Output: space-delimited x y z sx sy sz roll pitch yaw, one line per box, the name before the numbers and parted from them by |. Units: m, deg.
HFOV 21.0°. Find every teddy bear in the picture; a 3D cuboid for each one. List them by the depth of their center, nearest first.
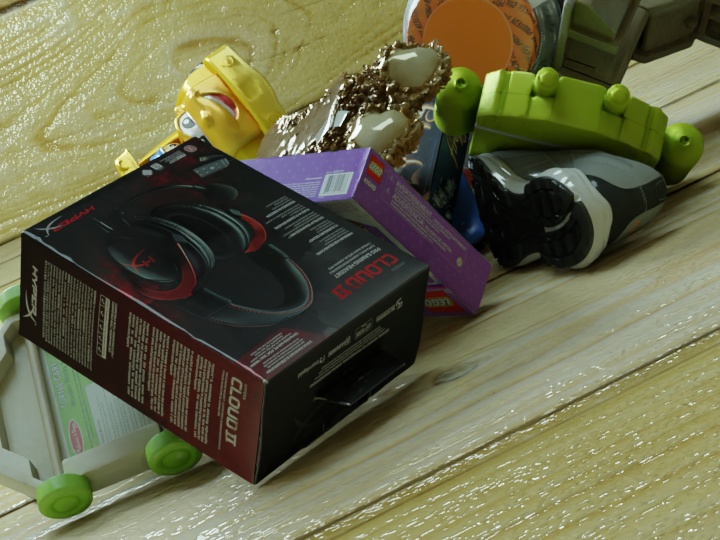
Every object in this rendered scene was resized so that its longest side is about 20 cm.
teddy bear | -0.002 -0.084 1.296 0.200 0.066 0.146 -39 30 45

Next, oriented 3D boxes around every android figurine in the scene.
android figurine | 0.136 -0.093 1.292 0.180 0.041 0.200 14 -11 4

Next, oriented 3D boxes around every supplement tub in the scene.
supplement tub | 0.102 -0.188 1.492 0.122 0.124 0.200 -20 7 17

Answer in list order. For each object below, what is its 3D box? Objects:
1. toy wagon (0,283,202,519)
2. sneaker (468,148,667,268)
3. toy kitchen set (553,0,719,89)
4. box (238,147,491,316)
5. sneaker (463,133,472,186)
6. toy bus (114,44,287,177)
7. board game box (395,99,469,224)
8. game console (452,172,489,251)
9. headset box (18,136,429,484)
toy wagon | -0.177 0.073 1.153 0.198 0.040 0.156 -23 53 3
sneaker | 0.129 -0.044 1.258 0.079 0.075 0.200 -20 14 -18
toy kitchen set | 0.238 -0.157 1.410 0.163 0.179 0.201 85 -151 -67
box | -0.036 -0.019 1.216 0.199 0.137 0.039 -2 58 40
sneaker | 0.097 -0.099 1.598 0.198 0.078 0.082 -6 -9 -31
toy bus | -0.150 -0.066 1.647 0.191 0.136 0.201 -28 -26 -22
board game box | 0.002 -0.036 1.365 0.135 0.035 0.201 -20 35 27
game console | 0.000 0.000 1.474 0.199 0.119 0.171 -24 40 1
headset box | -0.068 0.021 1.080 0.199 0.076 0.148 30 41 27
